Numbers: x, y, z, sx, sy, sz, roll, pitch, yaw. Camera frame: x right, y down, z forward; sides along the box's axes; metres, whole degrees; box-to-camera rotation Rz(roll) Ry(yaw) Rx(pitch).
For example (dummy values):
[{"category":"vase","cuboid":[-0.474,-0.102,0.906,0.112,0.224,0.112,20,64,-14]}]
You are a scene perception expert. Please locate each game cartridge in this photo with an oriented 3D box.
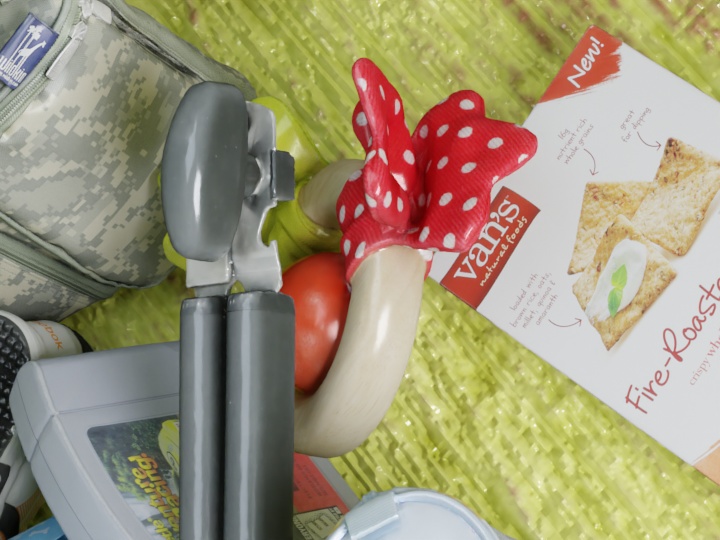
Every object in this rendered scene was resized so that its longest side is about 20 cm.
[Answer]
[{"category":"game cartridge","cuboid":[-0.064,0.107,1.287,0.200,0.133,0.041,50,132,30]}]

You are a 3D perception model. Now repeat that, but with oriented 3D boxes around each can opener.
[{"category":"can opener","cuboid":[-0.060,0.025,1.219,0.052,0.066,0.202,-6,84,42]}]

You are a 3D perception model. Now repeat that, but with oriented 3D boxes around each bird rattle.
[{"category":"bird rattle","cuboid":[0.000,0.000,1.273,0.200,0.112,0.164,2,83,57]}]

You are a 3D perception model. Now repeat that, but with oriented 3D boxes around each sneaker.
[{"category":"sneaker","cuboid":[-0.178,0.111,1.386,0.074,0.080,0.201,37,109,26]}]

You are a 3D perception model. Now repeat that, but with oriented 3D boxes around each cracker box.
[{"category":"cracker box","cuboid":[0.141,0.002,1.257,0.200,0.058,0.134,35,92,33]}]

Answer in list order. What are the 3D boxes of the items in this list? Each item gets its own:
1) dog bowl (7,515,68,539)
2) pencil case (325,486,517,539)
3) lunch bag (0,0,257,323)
[{"category":"dog bowl","cuboid":[-0.132,0.181,1.267,0.049,0.112,0.200,-15,21,-1]},{"category":"pencil case","cuboid":[0.047,0.141,1.179,0.083,0.200,0.091,-13,74,16]},{"category":"lunch bag","cuboid":[-0.153,-0.070,1.353,0.167,0.200,0.140,-28,60,17]}]
